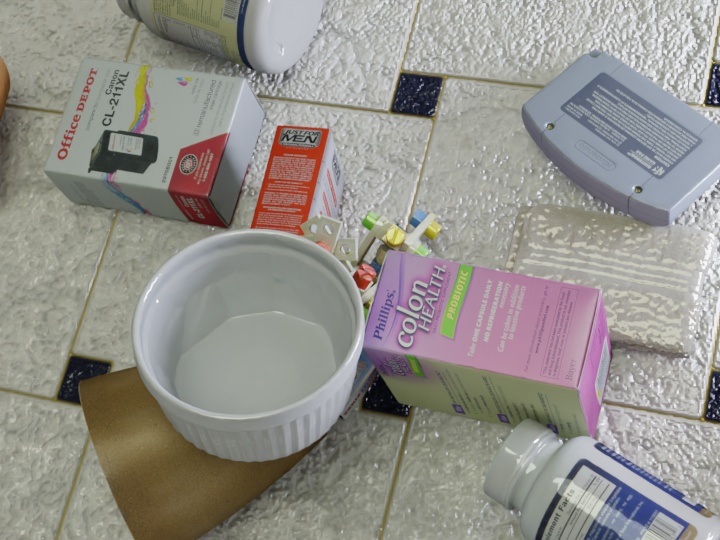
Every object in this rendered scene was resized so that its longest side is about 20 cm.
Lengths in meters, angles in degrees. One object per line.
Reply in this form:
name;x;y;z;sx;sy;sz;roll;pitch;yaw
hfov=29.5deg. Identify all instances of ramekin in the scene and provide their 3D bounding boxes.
ramekin;-0.095;0.072;1.200;0.199;0.105;0.201;-1;52;1

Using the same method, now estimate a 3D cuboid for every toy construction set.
toy construction set;0.000;0.000;1.326;0.092;0.200;0.131;42;110;19

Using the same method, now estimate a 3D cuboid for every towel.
towel;0.238;0.009;1.343;0.199;0.034;0.133;11;72;16

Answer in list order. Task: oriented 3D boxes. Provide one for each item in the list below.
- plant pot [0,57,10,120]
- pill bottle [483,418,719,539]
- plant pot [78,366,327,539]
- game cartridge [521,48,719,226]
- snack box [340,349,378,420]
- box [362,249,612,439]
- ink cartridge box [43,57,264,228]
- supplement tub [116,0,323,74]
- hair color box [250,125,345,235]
plant pot;-0.484;-0.189;1.523;0.199;0.200;0.140;10;55;17
pill bottle;0.213;0.218;1.218;0.200;0.111;0.111;31;78;23
plant pot;-0.140;0.151;1.303;0.199;0.187;0.187;-24;64;-5
game cartridge;0.265;-0.133;1.375;0.133;0.042;0.200;-42;60;-12
snack box;-0.075;0.070;1.398;0.200;0.024;0.072;32;77;23
box;0.122;0.073;1.265;0.199;0.176;0.097;10;71;18
ink cartridge box;-0.224;-0.140;1.489;0.199;0.083;0.146;9;71;17
supplement tub;-0.156;-0.311;1.509;0.199;0.145;0.145;22;74;21
hair color box;-0.068;-0.036;1.381;0.061;0.102;0.201;6;60;13
